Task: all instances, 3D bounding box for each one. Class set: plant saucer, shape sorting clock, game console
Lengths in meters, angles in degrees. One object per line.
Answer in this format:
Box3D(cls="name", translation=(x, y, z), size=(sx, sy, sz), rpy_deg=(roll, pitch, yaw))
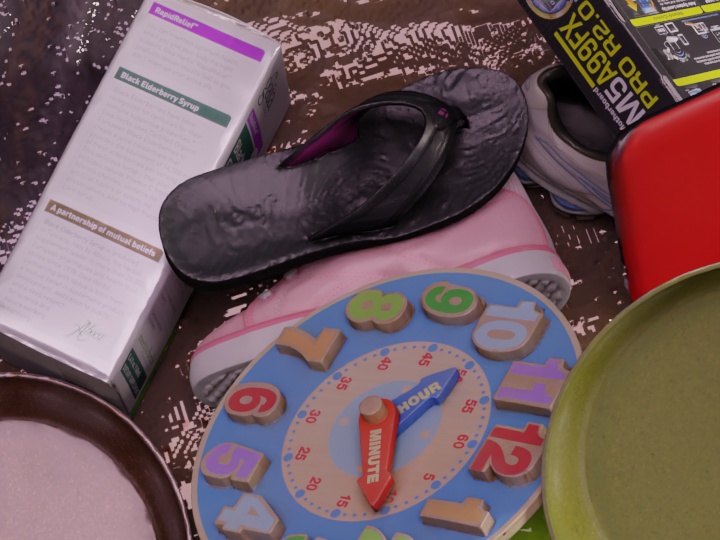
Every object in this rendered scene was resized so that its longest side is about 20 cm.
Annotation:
Box3D(cls="plant saucer", translation=(-0.180, 0.153, 1.374), size=(0.199, 0.035, 0.202), rpy_deg=(-1, 76, 5))
Box3D(cls="shape sorting clock", translation=(0.011, 0.074, 1.269), size=(0.199, 0.039, 0.201), rpy_deg=(-14, 44, 14))
Box3D(cls="plant saucer", translation=(0.178, 0.085, 1.200), size=(0.199, 0.031, 0.201), rpy_deg=(1, 108, 3))
Box3D(cls="game console", translation=(0.185, -0.031, 1.280), size=(0.199, 0.172, 0.119), rpy_deg=(-24, 90, -20))

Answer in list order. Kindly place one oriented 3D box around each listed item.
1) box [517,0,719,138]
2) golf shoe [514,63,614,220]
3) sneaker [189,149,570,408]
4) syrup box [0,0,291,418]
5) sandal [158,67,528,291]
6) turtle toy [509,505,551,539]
Box3D(cls="box", translation=(0.184, -0.110, 1.376), size=(0.199, 0.044, 0.161), rpy_deg=(-16, 67, -48))
Box3D(cls="golf shoe", translation=(0.165, -0.045, 1.393), size=(0.199, 0.097, 0.079), rpy_deg=(22, 73, 8))
Box3D(cls="sneaker", translation=(0.000, 0.000, 1.402), size=(0.199, 0.075, 0.105), rpy_deg=(-19, 61, 2))
Box3D(cls="syrup box", translation=(-0.113, -0.035, 1.411), size=(0.081, 0.079, 0.201), rpy_deg=(25, 75, 9))
Box3D(cls="sandal", translation=(-0.003, -0.046, 1.350), size=(0.200, 0.048, 0.076), rpy_deg=(-24, 72, -11))
Box3D(cls="turtle toy", translation=(0.016, 0.129, 1.318), size=(0.199, 0.101, 0.147), rpy_deg=(-3, 70, 28))
